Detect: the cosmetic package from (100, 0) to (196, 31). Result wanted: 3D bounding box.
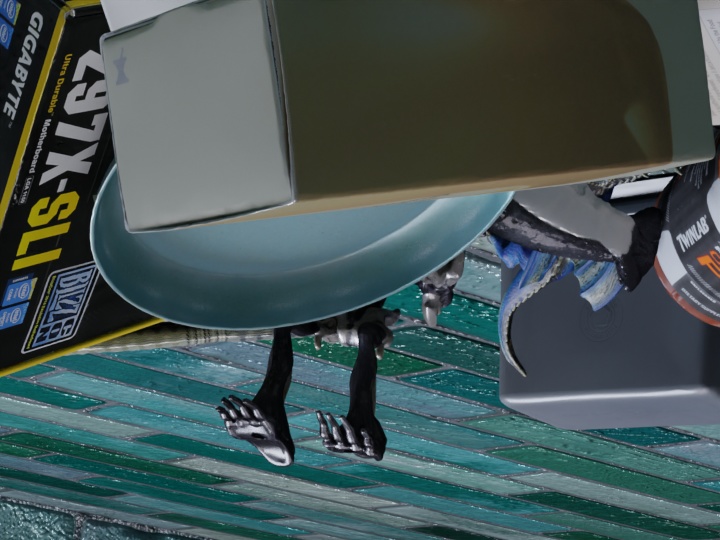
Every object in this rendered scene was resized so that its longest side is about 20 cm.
[{"bbox_3d":[0.002,-0.146,0.639,0.200,0.085,0.108,-5,-160,36],"label":"cosmetic package"}]

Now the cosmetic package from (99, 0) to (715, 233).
[{"bbox_3d":[0.021,-0.060,0.640,0.200,0.071,0.105,-8,-179,-38],"label":"cosmetic package"}]

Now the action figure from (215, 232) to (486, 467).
[{"bbox_3d":[0.000,0.000,0.931,0.119,0.200,0.102,9,147,14],"label":"action figure"}]

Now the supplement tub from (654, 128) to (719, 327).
[{"bbox_3d":[0.227,-0.039,0.952,0.107,0.107,0.200,8,164,-5],"label":"supplement tub"}]

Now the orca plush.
[{"bbox_3d":[0.066,-0.065,0.938,0.200,0.105,0.071,24,170,-15],"label":"orca plush"}]

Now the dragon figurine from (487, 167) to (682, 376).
[{"bbox_3d":[0.117,-0.017,1.022,0.059,0.200,0.099,15,-160,-20],"label":"dragon figurine"}]

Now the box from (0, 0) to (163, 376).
[{"bbox_3d":[-0.111,-0.052,0.805,0.049,0.200,0.160,42,-145,26],"label":"box"}]

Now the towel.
[{"bbox_3d":[-0.121,0.023,1.201,0.200,0.035,0.193,-5,-174,-10],"label":"towel"}]

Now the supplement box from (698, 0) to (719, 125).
[{"bbox_3d":[0.095,-0.117,0.792,0.200,0.074,0.126,-1,160,25],"label":"supplement box"}]

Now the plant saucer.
[{"bbox_3d":[-0.022,-0.041,0.795,0.200,0.027,0.200,-14,147,-9],"label":"plant saucer"}]

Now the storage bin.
[{"bbox_3d":[0.183,0.031,1.165,0.200,0.134,0.145,-5,160,39],"label":"storage bin"}]
